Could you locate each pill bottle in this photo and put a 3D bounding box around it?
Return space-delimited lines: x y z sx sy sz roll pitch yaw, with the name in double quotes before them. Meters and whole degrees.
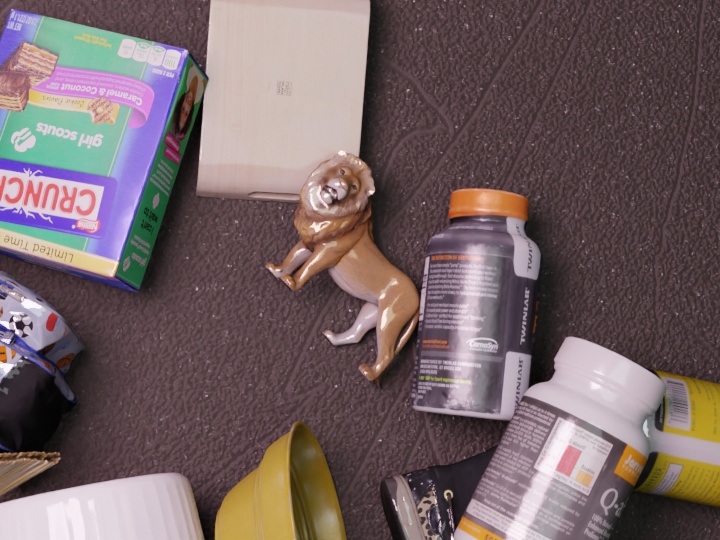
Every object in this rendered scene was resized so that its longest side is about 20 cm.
"pill bottle" 0.324 0.159 1.155 0.199 0.111 0.112 13 83 -7
"pill bottle" 0.106 0.030 1.134 0.106 0.106 0.201 7 84 -8
"pill bottle" 0.169 0.165 1.056 0.116 0.116 0.200 29 84 -6

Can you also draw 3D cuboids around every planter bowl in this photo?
"planter bowl" -0.069 0.232 1.057 0.083 0.200 0.201 -13 87 8

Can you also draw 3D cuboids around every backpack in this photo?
"backpack" -0.327 0.065 1.027 0.190 0.200 0.154 25 70 4

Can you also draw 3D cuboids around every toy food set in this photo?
"toy food set" -0.071 -0.162 1.154 0.143 0.060 0.201 4 93 -9

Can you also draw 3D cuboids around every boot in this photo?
"boot" 0.118 0.256 1.134 0.153 0.073 0.204 -21 90 -13

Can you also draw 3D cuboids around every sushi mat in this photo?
"sushi mat" -0.333 0.190 1.006 0.200 0.096 0.012 -33 68 26

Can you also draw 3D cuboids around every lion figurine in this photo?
"lion figurine" 0.000 0.000 1.133 0.122 0.072 0.200 -42 114 -9

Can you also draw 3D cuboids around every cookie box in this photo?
"cookie box" -0.242 -0.102 1.082 0.171 0.075 0.201 15 82 12

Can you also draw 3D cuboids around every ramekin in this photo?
"ramekin" -0.219 0.227 1.023 0.200 0.200 0.098 -9 79 -10
